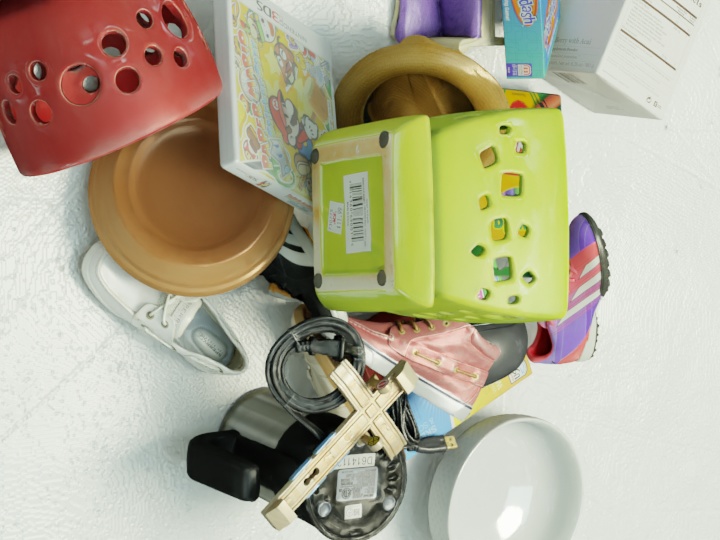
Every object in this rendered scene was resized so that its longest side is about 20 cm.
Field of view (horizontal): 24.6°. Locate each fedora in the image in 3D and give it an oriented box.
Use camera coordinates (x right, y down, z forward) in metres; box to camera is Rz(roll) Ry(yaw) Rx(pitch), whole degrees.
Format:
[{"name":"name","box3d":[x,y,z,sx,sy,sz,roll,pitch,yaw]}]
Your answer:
[{"name":"fedora","box3d":[0.065,-0.175,1.702,0.200,0.200,0.082,37,40,-32]}]

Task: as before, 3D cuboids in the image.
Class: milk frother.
[{"name":"milk frother","box3d":[-0.062,0.142,1.633,0.179,0.187,0.202,20,86,-34]}]

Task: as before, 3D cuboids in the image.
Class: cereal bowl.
[{"name":"cereal bowl","box3d":[0.153,0.256,1.857,0.198,0.083,0.202,-6,102,-32]}]

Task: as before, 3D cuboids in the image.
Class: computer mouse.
[{"name":"computer mouse","box3d":[0.113,0.124,1.781,0.198,0.046,0.142,-10,102,-32]}]

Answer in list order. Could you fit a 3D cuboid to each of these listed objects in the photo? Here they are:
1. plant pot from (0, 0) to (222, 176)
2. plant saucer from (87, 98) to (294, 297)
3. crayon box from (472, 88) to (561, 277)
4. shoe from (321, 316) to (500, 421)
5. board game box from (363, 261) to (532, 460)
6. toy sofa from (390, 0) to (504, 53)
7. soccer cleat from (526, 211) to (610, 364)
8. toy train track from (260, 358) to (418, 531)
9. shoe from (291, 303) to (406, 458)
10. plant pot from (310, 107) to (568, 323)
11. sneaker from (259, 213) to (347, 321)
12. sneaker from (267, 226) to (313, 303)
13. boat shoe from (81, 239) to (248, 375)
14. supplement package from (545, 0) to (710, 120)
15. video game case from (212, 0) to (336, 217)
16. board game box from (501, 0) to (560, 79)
[{"name":"plant pot","box3d":[-0.245,-0.202,1.454,0.200,0.200,0.184,-31,105,-26]},{"name":"plant saucer","box3d":[-0.158,-0.077,1.567,0.198,0.037,0.202,3,76,-11]},{"name":"crayon box","box3d":[0.161,-0.095,1.797,0.126,0.051,0.202,1,85,-34]},{"name":"shoe","box3d":[0.050,0.070,1.694,0.199,0.071,0.092,31,88,-21]},{"name":"board game box","box3d":[0.085,0.095,1.810,0.199,0.040,0.154,-32,114,-26]},{"name":"toy sofa","box3d":[0.092,-0.329,1.719,0.097,0.083,0.202,-7,102,-33]},{"name":"soccer cleat","box3d":[0.226,0.026,1.809,0.072,0.068,0.201,-11,133,-14]},{"name":"toy train track","box3d":[-0.013,0.163,1.535,0.200,0.032,0.115,-46,119,-18]},{"name":"shoe","box3d":[-0.024,0.129,1.719,0.201,0.053,0.070,60,20,-5]},{"name":"plant pot","box3d":[0.065,-0.050,1.546,0.180,0.198,0.202,0,89,-33]},{"name":"sneaker","box3d":[-0.103,-0.009,1.623,0.111,0.073,0.201,-29,82,-9]},{"name":"sneaker","box3d":[0.000,0.000,1.719,0.198,0.078,0.078,6,90,-33]},{"name":"boat shoe","box3d":[-0.181,0.037,1.606,0.200,0.069,0.071,38,79,-31]},{"name":"supplement package","box3d":[0.297,-0.287,1.838,0.119,0.121,0.202,27,82,-34]},{"name":"video game case","box3d":[-0.078,-0.163,1.582,0.182,0.023,0.202,27,53,-53]},{"name":"board game box","box3d":[0.176,-0.323,1.719,0.153,0.045,0.202,-70,157,-54]}]
